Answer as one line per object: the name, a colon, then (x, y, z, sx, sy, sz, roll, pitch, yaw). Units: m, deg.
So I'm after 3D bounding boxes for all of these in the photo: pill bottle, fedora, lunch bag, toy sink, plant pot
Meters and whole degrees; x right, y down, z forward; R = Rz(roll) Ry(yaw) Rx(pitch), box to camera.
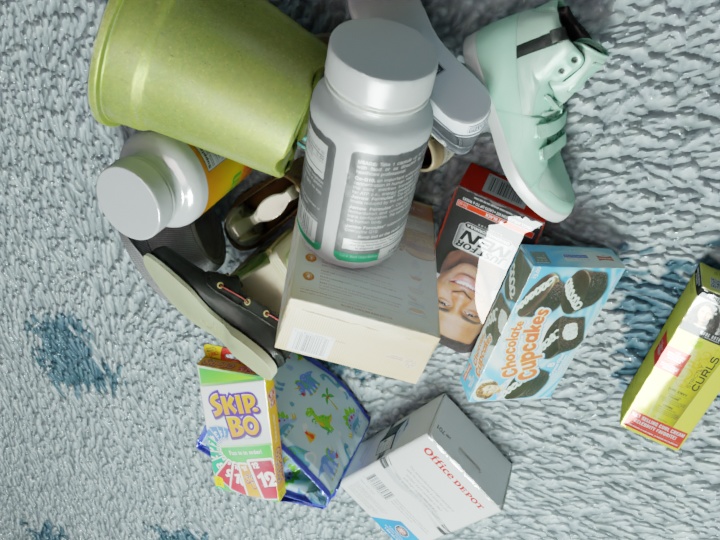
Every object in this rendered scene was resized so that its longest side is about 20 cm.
pill bottle: (0.004, -0.111, 0.649, 0.111, 0.114, 0.203, 24, 136, 10)
pill bottle: (-0.200, -0.119, 0.804, 0.108, 0.201, 0.114, 13, 126, 19)
fedora: (-0.233, -0.055, 0.907, 0.089, 0.203, 0.177, -30, 142, 6)
lunch bag: (-0.096, 0.212, 0.978, 0.196, 0.171, 0.130, 28, 125, 7)
toy sink: (-0.071, 0.008, 0.865, 0.197, 0.131, 0.113, -25, 107, 37)
plant pot: (-0.127, -0.189, 0.684, 0.181, 0.202, 0.202, 27, 129, -4)

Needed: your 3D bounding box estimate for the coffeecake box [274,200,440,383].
coffeecake box: (0.000, 0.000, 0.749, 0.149, 0.203, 0.074, 15, 132, -10)

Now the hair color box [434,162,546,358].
hair color box: (0.128, -0.004, 0.797, 0.099, 0.062, 0.204, 24, 128, 10)

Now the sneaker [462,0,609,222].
sneaker: (0.184, -0.146, 0.667, 0.116, 0.074, 0.204, -16, 109, 41)

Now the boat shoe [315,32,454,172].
boat shoe: (0.014, -0.175, 0.742, 0.197, 0.069, 0.075, 34, 131, 6)

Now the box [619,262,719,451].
box: (0.347, 0.096, 0.754, 0.074, 0.050, 0.204, 23, 128, 11)

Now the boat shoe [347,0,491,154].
boat shoe: (0.051, -0.199, 0.695, 0.201, 0.071, 0.068, 52, 160, 15)

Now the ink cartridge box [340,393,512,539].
ink cartridge box: (0.088, 0.283, 0.984, 0.147, 0.086, 0.199, 45, 128, -6)

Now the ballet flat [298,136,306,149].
ballet flat: (-0.108, -0.212, 0.794, 0.198, 0.067, 0.071, 35, 106, 5)

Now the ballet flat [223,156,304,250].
ballet flat: (-0.120, -0.071, 0.876, 0.197, 0.072, 0.069, -27, 102, 37)

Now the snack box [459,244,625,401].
snack box: (0.194, 0.063, 0.782, 0.113, 0.038, 0.204, 1, 130, -20)

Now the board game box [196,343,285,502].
board game box: (-0.145, 0.189, 0.875, 0.093, 0.030, 0.206, 6, 113, 19)

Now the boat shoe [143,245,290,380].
boat shoe: (-0.159, 0.037, 0.809, 0.199, 0.063, 0.074, 37, 153, 4)
